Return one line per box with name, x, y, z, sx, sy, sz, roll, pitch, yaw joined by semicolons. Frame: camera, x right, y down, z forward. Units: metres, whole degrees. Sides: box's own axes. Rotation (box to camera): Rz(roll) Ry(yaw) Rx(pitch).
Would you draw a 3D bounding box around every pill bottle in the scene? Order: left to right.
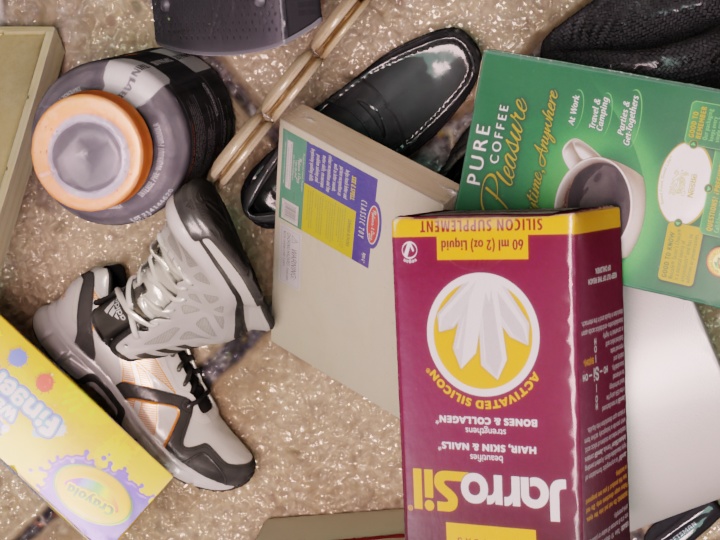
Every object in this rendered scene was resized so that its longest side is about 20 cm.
pill bottle;-0.152;-0.090;0.955;0.105;0.200;0.107;1;102;6

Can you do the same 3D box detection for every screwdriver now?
screwdriver;0.183;0.228;1.067;0.199;0.028;0.029;-37;124;9

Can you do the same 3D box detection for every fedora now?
fedora;0.183;-0.126;0.913;0.199;0.202;0.092;-6;135;8

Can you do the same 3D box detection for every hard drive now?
hard drive;-0.086;-0.210;0.940;0.042;0.199;0.136;-10;102;-29

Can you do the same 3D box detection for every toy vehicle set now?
toy vehicle set;-0.286;-0.087;0.990;0.123;0.201;0.027;2;145;8

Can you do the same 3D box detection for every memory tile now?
memory tile;-0.035;-0.134;0.938;0.017;0.153;0.200;39;87;-7

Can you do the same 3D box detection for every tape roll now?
tape roll;0.164;0.068;0.950;0.138;0.203;0.204;-23;98;11

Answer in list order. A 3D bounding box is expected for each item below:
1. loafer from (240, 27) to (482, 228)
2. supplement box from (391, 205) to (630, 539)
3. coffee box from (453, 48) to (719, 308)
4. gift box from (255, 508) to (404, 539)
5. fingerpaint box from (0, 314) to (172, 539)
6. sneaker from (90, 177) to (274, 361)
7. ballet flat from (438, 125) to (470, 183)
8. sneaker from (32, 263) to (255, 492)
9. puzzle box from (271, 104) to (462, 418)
loafer;0.000;-0.095;1.002;0.200;0.070;0.068;-36;96;12
supplement box;0.086;0.066;0.812;0.109;0.085;0.202;0;94;28
coffee box;0.156;-0.054;0.840;0.198;0.044;0.124;13;99;26
gift box;0.017;0.282;1.017;0.185;0.200;0.186;-6;106;7
fingerpaint box;-0.231;0.104;1.018;0.200;0.167;0.073;43;76;-2
sneaker;-0.125;0.016;0.947;0.115;0.201;0.076;-23;69;-4
ballet flat;0.071;-0.040;1.012;0.066;0.057;0.200;37;103;-3
sneaker;-0.147;0.079;1.055;0.200;0.074;0.080;44;101;-4
puzzle box;0.000;0.000;0.966;0.132;0.025;0.201;30;137;25
